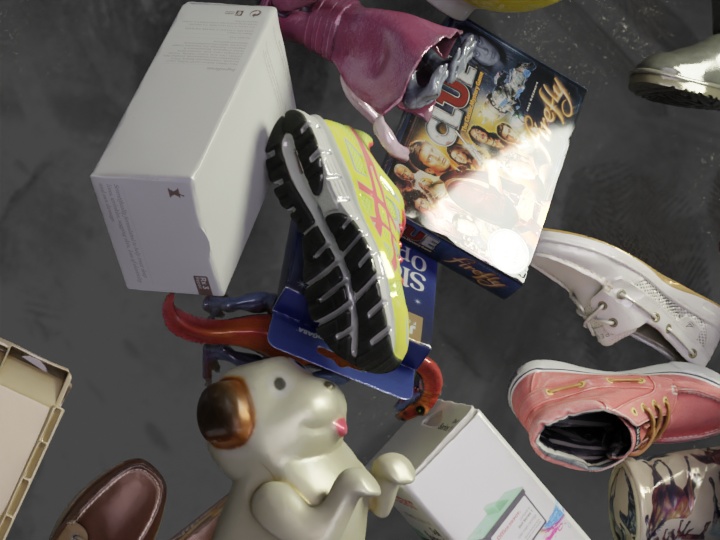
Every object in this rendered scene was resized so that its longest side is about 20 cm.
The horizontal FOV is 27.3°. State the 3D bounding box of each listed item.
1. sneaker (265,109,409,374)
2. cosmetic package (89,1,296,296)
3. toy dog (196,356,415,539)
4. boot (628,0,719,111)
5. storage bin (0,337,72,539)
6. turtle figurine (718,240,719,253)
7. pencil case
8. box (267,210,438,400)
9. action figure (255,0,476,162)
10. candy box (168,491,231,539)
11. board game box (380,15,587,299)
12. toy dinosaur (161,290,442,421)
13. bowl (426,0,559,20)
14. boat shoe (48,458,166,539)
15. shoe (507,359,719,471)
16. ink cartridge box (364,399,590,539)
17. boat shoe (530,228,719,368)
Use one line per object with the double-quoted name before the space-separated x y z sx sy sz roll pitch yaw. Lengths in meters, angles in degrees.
"sneaker" 0.004 -0.024 1.060 0.090 0.078 0.202 -1 67 -43
"cosmetic package" -0.114 -0.090 1.070 0.080 0.114 0.201 5 44 16
"toy dog" -0.050 0.161 1.050 0.139 0.192 0.203 -12 98 -51
"boot" 0.310 -0.240 1.268 0.180 0.072 0.203 3 91 -28
"storage bin" -0.334 0.125 1.058 0.198 0.094 0.200 26 79 -11
"turtle figurine" 0.402 -0.018 1.196 0.198 0.194 0.145 27 93 9
"pencil case" 0.297 0.191 1.227 0.197 0.078 0.090 -3 64 -16
"box" 0.000 0.000 1.125 0.120 0.033 0.201 23 41 -13
"action figure" -0.018 -0.182 1.142 0.198 0.134 0.150 24 88 10
"candy box" -0.057 0.265 1.139 0.115 0.055 0.201 -36 95 -13
"board game box" 0.094 -0.095 1.184 0.134 0.035 0.202 28 60 -11
"toy dinosaur" -0.033 0.071 1.119 0.179 0.200 0.106 12 99 17
"bowl" 0.085 -0.264 1.172 0.199 0.201 0.108 36 111 -10
"boat shoe" -0.210 0.228 1.093 0.075 0.072 0.201 37 78 -9
"shoe" 0.220 0.122 1.193 0.197 0.091 0.072 5 113 -9
"ink cartridge box" 0.105 0.202 1.141 0.084 0.145 0.200 -42 96 -11
"boat shoe" 0.213 0.028 1.221 0.198 0.071 0.070 25 80 -13
